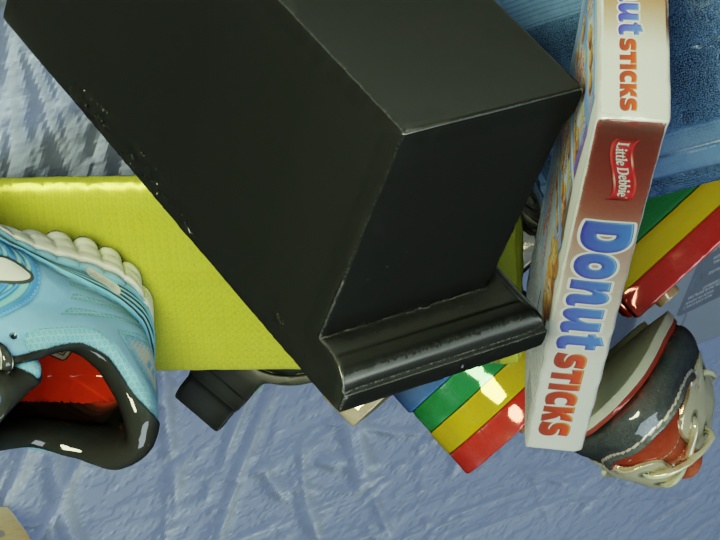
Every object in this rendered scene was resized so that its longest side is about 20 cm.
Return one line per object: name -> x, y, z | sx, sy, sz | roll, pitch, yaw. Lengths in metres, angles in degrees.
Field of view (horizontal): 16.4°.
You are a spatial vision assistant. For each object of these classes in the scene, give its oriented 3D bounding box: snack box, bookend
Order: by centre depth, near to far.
bookend -> -0.002, -0.103, 0.769 | 0.092, 0.199, 0.200 | -16, 141, -39
snack box -> 0.075, -0.019, 0.826 | 0.024, 0.072, 0.200 | 5, 147, -1

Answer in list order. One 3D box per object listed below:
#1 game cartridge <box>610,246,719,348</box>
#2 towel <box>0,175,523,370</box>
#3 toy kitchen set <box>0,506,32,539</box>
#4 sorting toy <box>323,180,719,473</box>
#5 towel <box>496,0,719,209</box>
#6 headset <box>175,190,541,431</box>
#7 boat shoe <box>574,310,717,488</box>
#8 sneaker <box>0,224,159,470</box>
game cartridge -> 0.210, -0.025, 1.316 | 0.199, 0.040, 0.134 | -23, 143, -31
towel -> -0.039, -0.002, 0.922 | 0.199, 0.018, 0.086 | -1, 124, 4
toy kitchen set -> -0.159, 0.179, 0.963 | 0.180, 0.200, 0.164 | -13, 141, -42
sorting toy -> 0.085, 0.010, 1.088 | 0.199, 0.070, 0.200 | -43, 177, 2
towel -> 0.078, -0.119, 0.850 | 0.111, 0.201, 0.049 | -13, -157, 26
headset -> 0.000, 0.000, 0.993 | 0.124, 0.094, 0.200 | -50, 179, -43
boat shoe -> 0.123, 0.062, 1.065 | 0.071, 0.063, 0.200 | -40, 176, 3
sneaker -> -0.144, 0.016, 0.843 | 0.199, 0.090, 0.078 | 18, 119, -35
